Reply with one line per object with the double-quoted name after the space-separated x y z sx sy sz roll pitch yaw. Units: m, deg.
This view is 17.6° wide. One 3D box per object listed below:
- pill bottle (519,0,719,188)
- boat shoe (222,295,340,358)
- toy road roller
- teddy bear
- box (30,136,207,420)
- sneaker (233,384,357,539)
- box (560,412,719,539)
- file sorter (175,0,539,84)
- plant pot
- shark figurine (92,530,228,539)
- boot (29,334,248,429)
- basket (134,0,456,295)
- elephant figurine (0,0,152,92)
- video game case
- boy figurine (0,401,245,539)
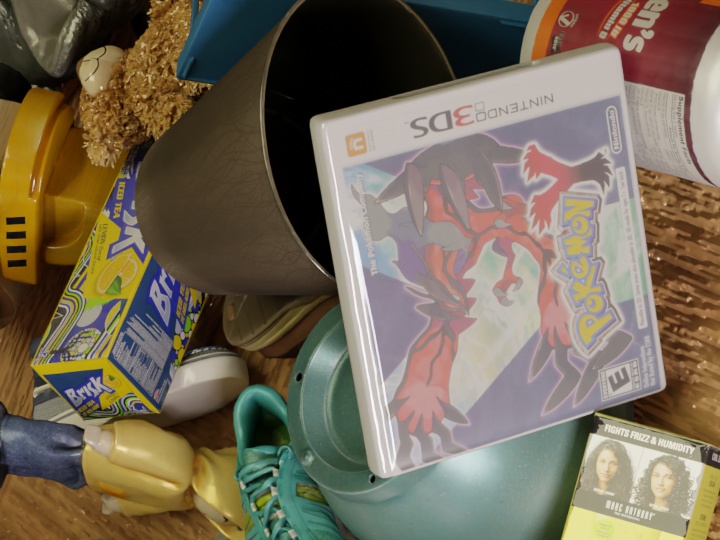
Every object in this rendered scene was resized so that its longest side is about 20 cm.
0.194 -0.105 1.307 0.199 0.109 0.110 18 89 44 "pill bottle"
0.000 0.001 1.477 0.200 0.067 0.072 -31 47 36 "boat shoe"
-0.232 -0.040 1.659 0.201 0.145 0.123 98 -174 -49 "toy road roller"
-0.120 -0.143 1.540 0.199 0.067 0.146 -4 73 45 "teddy bear"
-0.143 0.000 1.556 0.070 0.064 0.201 -8 46 34 "box"
-0.050 0.147 1.421 0.077 0.080 0.200 -26 34 7 "sneaker"
0.142 0.186 1.293 0.075 0.050 0.201 15 87 25 "box"
0.001 -0.184 1.422 0.139 0.199 0.123 126 148 -63 "file sorter"
0.042 0.084 1.369 0.199 0.134 0.202 -14 68 38 "plant pot"
-0.174 0.210 1.560 0.214 0.089 0.129 19 88 42 "shark figurine"
-0.160 0.063 1.598 0.199 0.073 0.091 -22 68 36 "boot"
-0.044 -0.058 1.380 0.200 0.135 0.182 -18 76 59 "basket"
-0.198 -0.201 1.669 0.199 0.155 0.142 8 60 52 "elephant figurine"
0.073 -0.006 1.265 0.023 0.181 0.201 -155 53 -64 "video game case"
-0.152 0.136 1.529 0.125 0.199 0.065 104 179 -63 "boy figurine"
